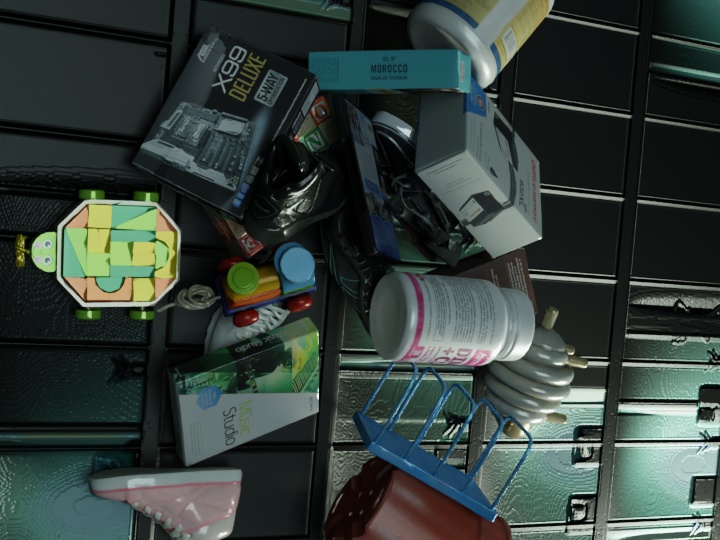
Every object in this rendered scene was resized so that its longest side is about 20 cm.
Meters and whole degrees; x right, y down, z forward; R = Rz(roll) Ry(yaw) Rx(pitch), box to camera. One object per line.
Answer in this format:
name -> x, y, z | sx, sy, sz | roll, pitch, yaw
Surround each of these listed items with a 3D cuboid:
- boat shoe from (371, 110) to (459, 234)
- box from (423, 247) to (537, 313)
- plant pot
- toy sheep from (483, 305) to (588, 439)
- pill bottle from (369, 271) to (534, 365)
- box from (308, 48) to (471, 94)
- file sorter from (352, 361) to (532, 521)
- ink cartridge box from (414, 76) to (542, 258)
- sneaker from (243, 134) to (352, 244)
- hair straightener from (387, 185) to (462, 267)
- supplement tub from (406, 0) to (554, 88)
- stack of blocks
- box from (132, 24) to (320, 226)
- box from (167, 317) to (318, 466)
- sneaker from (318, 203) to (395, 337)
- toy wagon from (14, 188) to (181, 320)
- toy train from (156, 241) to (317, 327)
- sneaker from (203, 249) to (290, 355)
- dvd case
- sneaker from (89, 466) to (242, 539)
boat shoe -> 0.072, -0.128, 1.595 | 0.068, 0.071, 0.200 | -51, 121, -16
box -> 0.144, 0.043, 1.641 | 0.198, 0.075, 0.102 | -20, 103, -26
plant pot -> 0.067, 0.361, 1.570 | 0.195, 0.200, 0.202 | 39, 77, -15
toy sheep -> 0.244, 0.146, 1.667 | 0.136, 0.138, 0.203 | 11, 101, -27
pill bottle -> 0.121, 0.065, 1.527 | 0.197, 0.113, 0.115 | 5, 92, -27
box -> 0.038, -0.252, 1.495 | 0.197, 0.082, 0.050 | 2, 95, 16
file sorter -> 0.110, 0.214, 1.563 | 0.198, 0.139, 0.124 | 31, 93, -12
ink cartridge box -> 0.161, -0.139, 1.570 | 0.200, 0.083, 0.147 | 43, 38, -38
sneaker -> -0.058, -0.118, 1.408 | 0.199, 0.076, 0.115 | -35, 155, -46
hair straightener -> 0.096, -0.056, 1.556 | 0.041, 0.076, 0.200 | -64, 147, -15
supplement tub -> 0.172, -0.359, 1.581 | 0.145, 0.144, 0.201 | 47, 74, -22
stack of blocks -> -0.106, -0.121, 1.505 | 0.199, 0.058, 0.116 | -38, 110, -19
box -> -0.162, -0.178, 1.432 | 0.156, 0.050, 0.202 | 27, 81, 11
box -> -0.144, 0.153, 1.485 | 0.198, 0.036, 0.146 | -21, 133, -25
sneaker -> 0.000, 0.000, 1.562 | 0.075, 0.079, 0.203 | -30, 112, -28
toy wagon -> -0.315, -0.019, 1.416 | 0.197, 0.039, 0.158 | 1, 93, -28
toy train -> -0.148, 0.020, 1.400 | 0.197, 0.116, 0.086 | -15, 83, -10
sneaker -> -0.130, 0.056, 1.496 | 0.076, 0.080, 0.202 | 35, 80, -26
dvd case -> 0.009, -0.111, 1.482 | 0.017, 0.143, 0.203 | -14, 82, 13
sneaker -> -0.241, 0.299, 1.459 | 0.198, 0.075, 0.107 | 5, 87, -32
